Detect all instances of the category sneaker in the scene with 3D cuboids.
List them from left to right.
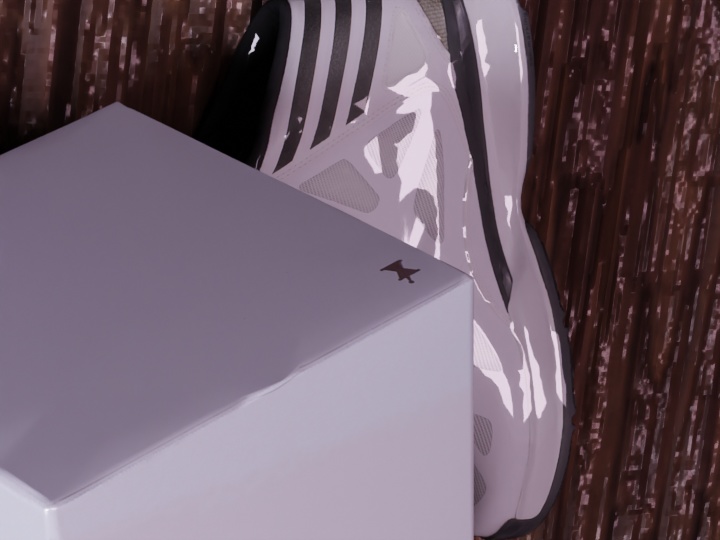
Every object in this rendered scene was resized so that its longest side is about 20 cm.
[{"bbox_3d":[0.000,0.000,0.937,0.115,0.076,0.201,-13,104,-23],"label":"sneaker"}]

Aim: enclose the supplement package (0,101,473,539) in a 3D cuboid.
[{"bbox_3d":[-0.071,0.087,0.821,0.152,0.151,0.200,-28,130,-37],"label":"supplement package"}]
